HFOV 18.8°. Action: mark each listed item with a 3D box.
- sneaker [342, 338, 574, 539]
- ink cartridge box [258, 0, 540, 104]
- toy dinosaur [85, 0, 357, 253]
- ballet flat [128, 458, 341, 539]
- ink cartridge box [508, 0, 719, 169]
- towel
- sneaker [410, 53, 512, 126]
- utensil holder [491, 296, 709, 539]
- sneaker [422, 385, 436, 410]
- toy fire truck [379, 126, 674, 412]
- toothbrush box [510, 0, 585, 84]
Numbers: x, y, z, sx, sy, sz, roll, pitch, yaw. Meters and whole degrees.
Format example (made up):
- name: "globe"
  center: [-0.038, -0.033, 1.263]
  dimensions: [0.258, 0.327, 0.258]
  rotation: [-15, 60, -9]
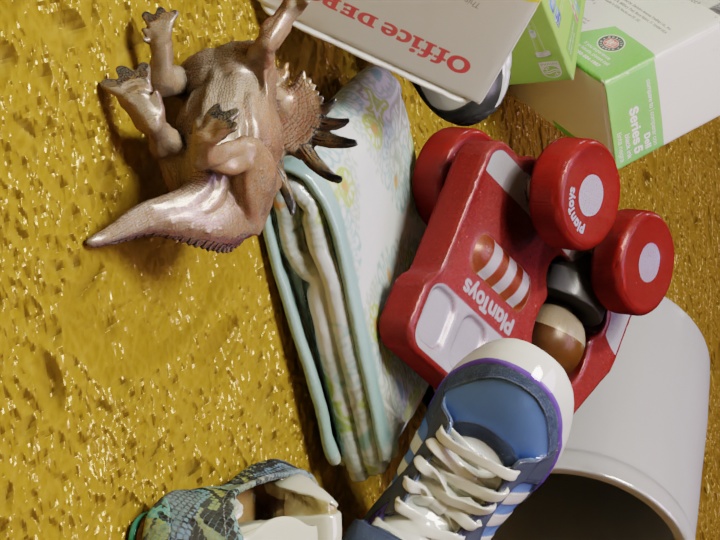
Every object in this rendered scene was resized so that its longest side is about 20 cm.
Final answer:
- name: "sneaker"
  center: [0.041, 0.143, 1.212]
  dimensions: [0.147, 0.080, 0.200]
  rotation: [-56, 178, -42]
- name: "ink cartridge box"
  center: [0.045, -0.208, 1.173]
  dimensions: [0.084, 0.145, 0.200]
  rotation: [-71, -172, -47]
- name: "toy dinosaur"
  center: [-0.062, -0.060, 1.077]
  dimensions: [0.136, 0.086, 0.200]
  rotation: [75, 28, -45]
- name: "ballet flat"
  center: [-0.046, 0.135, 1.101]
  dimensions: [0.200, 0.074, 0.075]
  rotation: [-12, 98, -70]
- name: "ink cartridge box"
  center: [0.224, -0.177, 1.620]
  dimensions: [0.145, 0.200, 0.084]
  rotation: [43, -26, 48]
- name: "towel"
  center: [0.000, 0.000, 1.280]
  dimensions: [0.171, 0.048, 0.201]
  rotation: [-58, 140, -62]
- name: "sneaker"
  center: [0.030, -0.181, 1.333]
  dimensions: [0.080, 0.074, 0.201]
  rotation: [4, 63, -61]
- name: "utensil holder"
  center: [0.155, 0.126, 1.507]
  dimensions: [0.200, 0.169, 0.170]
  rotation: [-74, 152, -48]
- name: "sneaker"
  center: [0.079, 0.078, 1.397]
  dimensions: [0.079, 0.078, 0.200]
  rotation: [-52, -163, 48]
- name: "toy fire truck"
  center: [0.094, 0.016, 1.311]
  dimensions: [0.200, 0.112, 0.168]
  rotation: [44, 63, -45]
- name: "toothbrush box"
  center: [0.093, -0.245, 1.508]
  dimensions: [0.200, 0.086, 0.146]
  rotation: [62, 32, -50]
